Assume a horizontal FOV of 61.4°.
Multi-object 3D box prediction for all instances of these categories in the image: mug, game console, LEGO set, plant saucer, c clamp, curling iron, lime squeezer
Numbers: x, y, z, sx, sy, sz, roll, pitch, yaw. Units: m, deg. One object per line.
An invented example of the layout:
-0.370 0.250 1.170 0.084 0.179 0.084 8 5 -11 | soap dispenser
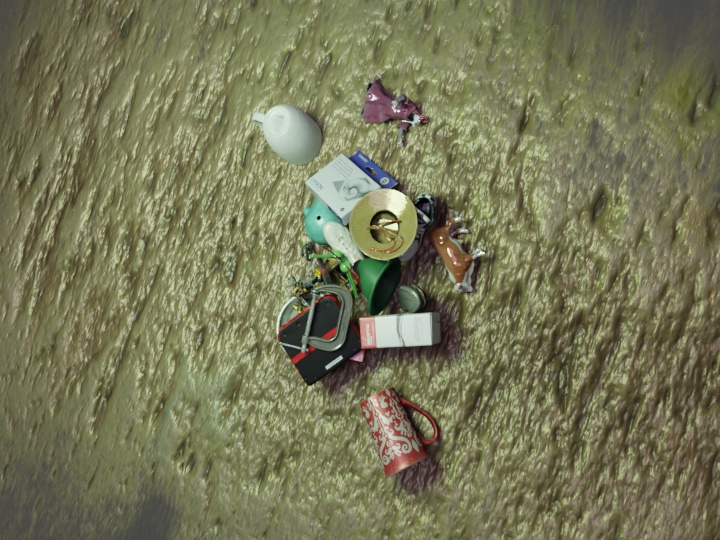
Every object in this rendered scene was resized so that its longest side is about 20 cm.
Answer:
-0.230 -0.417 1.789 0.196 0.175 0.151 23 91 19 | mug
-0.110 0.185 1.636 0.198 0.031 0.179 -34 93 4 | game console
-0.101 0.041 1.690 0.197 0.117 0.155 -32 70 -19 | LEGO set
-0.144 0.165 1.748 0.194 0.050 0.206 0 79 2 | plant saucer
-0.110 0.129 1.603 0.167 0.027 0.205 18 95 0 | c clamp
-0.104 0.013 1.639 0.049 0.026 0.203 -29 104 -2 | curling iron
-0.054 -0.009 1.652 0.037 0.200 0.072 -19 42 33 | lime squeezer
0.099 0.426 1.633 0.134 0.174 0.203 -46 64 46 | mug

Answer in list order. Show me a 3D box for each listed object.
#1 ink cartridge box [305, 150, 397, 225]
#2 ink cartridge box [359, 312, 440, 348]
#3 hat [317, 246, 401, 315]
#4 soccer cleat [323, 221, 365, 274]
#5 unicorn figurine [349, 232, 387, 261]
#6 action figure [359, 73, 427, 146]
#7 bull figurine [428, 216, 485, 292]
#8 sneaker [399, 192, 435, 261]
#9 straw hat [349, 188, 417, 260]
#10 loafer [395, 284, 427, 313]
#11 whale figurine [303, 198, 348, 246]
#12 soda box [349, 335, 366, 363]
-0.028 -0.249 1.713 0.199 0.041 0.199 -39 54 -11 | ink cartridge box
0.111 0.160 1.628 0.194 0.144 0.086 -6 85 17 | ink cartridge box
0.000 0.000 1.656 0.173 0.203 0.166 27 50 22 | hat
-0.031 -0.053 1.692 0.069 0.078 0.201 -37 107 5 | soccer cleat
0.033 -0.113 1.707 0.134 0.074 0.206 11 70 -24 | unicorn figurine
0.102 -0.460 1.746 0.195 0.136 0.151 17 46 7 | action figure
0.266 -0.043 1.644 0.120 0.065 0.203 -34 77 7 | bull figurine
0.148 -0.122 1.651 0.078 0.130 0.202 31 91 4 | sneaker
0.066 -0.108 1.630 0.195 0.085 0.207 -4 69 11 | straw hat
0.143 0.066 1.611 0.068 0.200 0.077 -22 92 -7 | loafer
-0.100 -0.177 1.758 0.155 0.104 0.206 4 82 19 | whale figurine
-0.080 0.202 1.681 0.194 0.063 0.072 12 79 5 | soda box
